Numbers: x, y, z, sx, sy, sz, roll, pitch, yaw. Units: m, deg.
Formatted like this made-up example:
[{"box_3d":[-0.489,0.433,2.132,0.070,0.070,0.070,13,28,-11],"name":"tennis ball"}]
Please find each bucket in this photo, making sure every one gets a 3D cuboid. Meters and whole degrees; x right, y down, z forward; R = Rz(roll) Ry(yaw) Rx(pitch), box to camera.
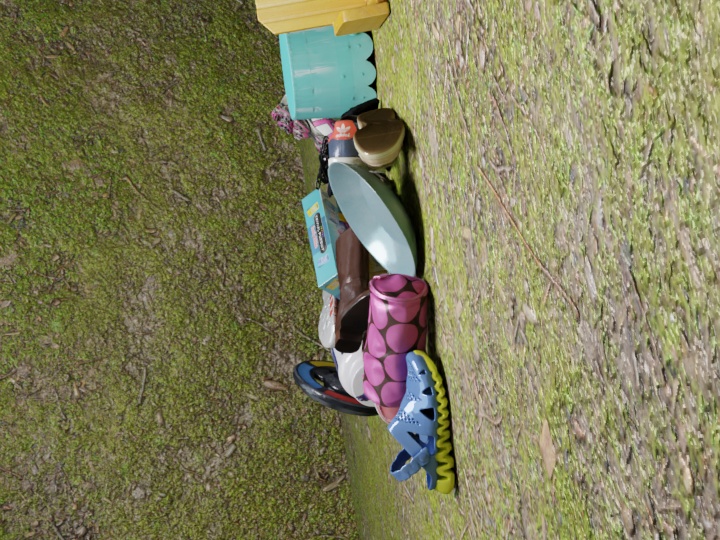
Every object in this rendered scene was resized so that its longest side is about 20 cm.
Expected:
[{"box_3d":[-0.057,-0.341,1.788,0.207,0.133,0.210,172,90,-83],"name":"bucket"}]

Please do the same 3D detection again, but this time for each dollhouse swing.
[{"box_3d":[-0.066,-0.439,1.557,0.182,0.174,0.203,-155,58,-83],"name":"dollhouse swing"}]

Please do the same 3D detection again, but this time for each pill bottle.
[{"box_3d":[0.011,0.161,1.945,0.200,0.110,0.112,-114,17,-70],"name":"pill bottle"}]

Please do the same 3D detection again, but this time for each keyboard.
[{"box_3d":[-0.030,-0.199,1.768,0.040,0.104,0.201,47,151,21],"name":"keyboard"}]

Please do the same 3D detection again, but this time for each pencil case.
[{"box_3d":[0.044,0.095,1.550,0.094,0.090,0.202,40,136,41],"name":"pencil case"}]

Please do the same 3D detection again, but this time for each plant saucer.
[{"box_3d":[0.028,-0.078,1.566,0.201,0.039,0.201,51,165,19],"name":"plant saucer"}]

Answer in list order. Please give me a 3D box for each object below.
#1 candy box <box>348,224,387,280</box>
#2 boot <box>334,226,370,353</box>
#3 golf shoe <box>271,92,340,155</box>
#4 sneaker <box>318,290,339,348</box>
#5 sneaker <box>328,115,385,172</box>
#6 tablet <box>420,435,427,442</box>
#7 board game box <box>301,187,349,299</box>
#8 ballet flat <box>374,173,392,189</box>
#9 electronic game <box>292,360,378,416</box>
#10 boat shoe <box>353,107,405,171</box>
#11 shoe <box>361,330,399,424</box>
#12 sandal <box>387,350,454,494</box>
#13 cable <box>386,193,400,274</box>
[{"box_3d":[0.020,-0.039,1.851,0.117,0.056,0.201,88,170,-52],"name":"candy box"},{"box_3d":[0.000,0.000,1.684,0.187,0.064,0.202,128,151,-55],"name":"boot"},{"box_3d":[-0.049,-0.241,1.881,0.199,0.092,0.073,37,161,0],"name":"golf shoe"},{"box_3d":[-0.023,0.066,1.947,0.201,0.081,0.077,-85,18,-53],"name":"sneaker"},{"box_3d":[-0.003,-0.192,1.689,0.200,0.074,0.086,-21,-70,-81],"name":"sneaker"},{"box_3d":[0.094,0.202,1.669,0.201,0.013,0.131,88,172,-50],"name":"tablet"},{"box_3d":[-0.025,-0.030,1.950,0.151,0.047,0.201,32,-147,-42],"name":"board game box"},{"box_3d":[0.014,-0.137,1.752,0.200,0.067,0.047,-96,-4,-80],"name":"ballet flat"},{"box_3d":[-0.028,0.211,2.021,0.200,0.198,0.042,-117,43,-72],"name":"electronic game"},{"box_3d":[0.029,-0.172,1.535,0.200,0.071,0.066,-98,-4,-69],"name":"boat shoe"},{"box_3d":[0.039,0.164,1.749,0.091,0.071,0.202,-44,-45,-65],"name":"shoe"},{"box_3d":[0.077,0.210,1.502,0.079,0.086,0.203,-144,47,-84],"name":"sandal"},{"box_3d":[0.048,-0.010,1.642,0.097,0.050,0.202,-146,48,-75],"name":"cable"}]
